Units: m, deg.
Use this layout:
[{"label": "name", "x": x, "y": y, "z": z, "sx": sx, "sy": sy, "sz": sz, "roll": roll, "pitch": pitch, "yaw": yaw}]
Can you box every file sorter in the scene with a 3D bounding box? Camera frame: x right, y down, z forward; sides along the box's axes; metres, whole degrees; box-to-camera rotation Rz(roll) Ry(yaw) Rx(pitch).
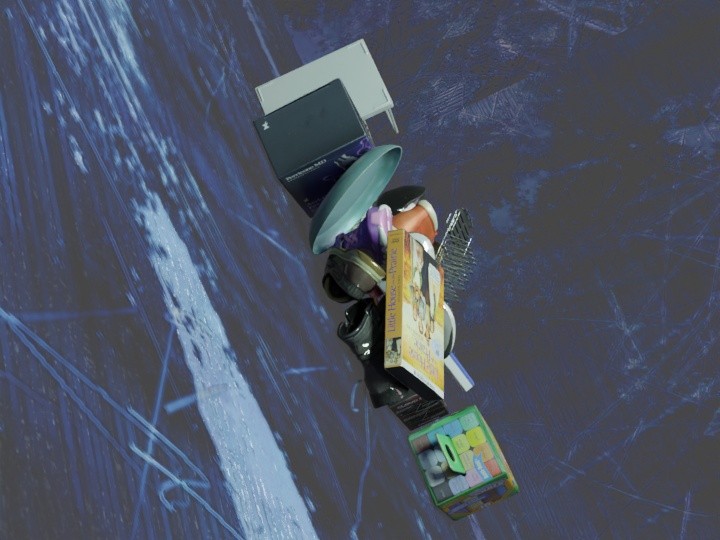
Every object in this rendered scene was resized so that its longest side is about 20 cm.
[{"label": "file sorter", "x": -0.050, "y": -0.267, "z": 1.851, "sx": 0.125, "sy": 0.199, "sz": 0.139, "roll": 59, "pitch": 7, "yaw": -66}]

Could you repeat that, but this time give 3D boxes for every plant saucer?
[{"label": "plant saucer", "x": -0.013, "y": -0.108, "z": 1.594, "sx": 0.027, "sy": 0.200, "sz": 0.200, "roll": 40, "pitch": 0, "yaw": 10}]

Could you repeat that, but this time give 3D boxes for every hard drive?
[{"label": "hard drive", "x": 0.105, "y": 0.100, "z": 1.796, "sx": 0.200, "sy": 0.025, "sz": 0.132, "roll": 52, "pitch": -3, "yaw": -28}]

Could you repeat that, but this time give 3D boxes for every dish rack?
[{"label": "dish rack", "x": 0.154, "y": 0.000, "z": 1.843, "sx": 0.054, "sy": 0.201, "sz": 0.153, "roll": 21, "pitch": -12, "yaw": 18}]

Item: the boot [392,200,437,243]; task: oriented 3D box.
[{"label": "boot", "x": 0.088, "y": -0.033, "z": 1.785, "sx": 0.075, "sy": 0.107, "sz": 0.200, "roll": 40, "pitch": -19, "yaw": 25}]

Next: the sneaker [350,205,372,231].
[{"label": "sneaker", "x": -0.018, "y": -0.107, "z": 1.797, "sx": 0.200, "sy": 0.077, "sz": 0.089, "roll": 46, "pitch": -57, "yaw": 58}]

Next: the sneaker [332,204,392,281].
[{"label": "sneaker", "x": 0.003, "y": -0.036, "z": 1.607, "sx": 0.200, "sy": 0.088, "sz": 0.081, "roll": 97, "pitch": -4, "yaw": -72}]

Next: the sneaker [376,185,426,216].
[{"label": "sneaker", "x": 0.062, "y": -0.077, "z": 1.896, "sx": 0.200, "sy": 0.074, "sz": 0.089, "roll": -51, "pitch": 138, "yaw": -47}]

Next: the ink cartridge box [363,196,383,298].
[{"label": "ink cartridge box", "x": 0.012, "y": -0.055, "z": 1.991, "sx": 0.201, "sy": 0.083, "sz": 0.146, "roll": 65, "pitch": -9, "yaw": -1}]

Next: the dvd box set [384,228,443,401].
[{"label": "dvd box set", "x": 0.076, "y": 0.063, "z": 1.499, "sx": 0.146, "sy": 0.029, "sz": 0.201, "roll": 42, "pitch": 43, "yaw": -53}]

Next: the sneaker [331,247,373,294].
[{"label": "sneaker", "x": 0.000, "y": 0.000, "z": 1.823, "sx": 0.090, "sy": 0.067, "sz": 0.200, "roll": 58, "pitch": 3, "yaw": -16}]

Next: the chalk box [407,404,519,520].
[{"label": "chalk box", "x": 0.160, "y": 0.300, "z": 1.721, "sx": 0.200, "sy": 0.123, "sz": 0.125, "roll": 56, "pitch": 9, "yaw": -64}]

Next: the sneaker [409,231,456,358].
[{"label": "sneaker", "x": 0.087, "y": 0.047, "z": 1.641, "sx": 0.079, "sy": 0.074, "sz": 0.201, "roll": -46, "pitch": 122, "yaw": -60}]

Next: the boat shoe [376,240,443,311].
[{"label": "boat shoe", "x": 0.082, "y": 0.039, "z": 1.898, "sx": 0.073, "sy": 0.200, "sz": 0.063, "roll": 30, "pitch": -7, "yaw": 31}]

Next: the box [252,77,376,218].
[{"label": "box", "x": -0.055, "y": -0.180, "z": 1.654, "sx": 0.105, "sy": 0.148, "sz": 0.200, "roll": 66, "pitch": 6, "yaw": 18}]

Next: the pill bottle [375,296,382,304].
[{"label": "pill bottle", "x": 0.060, "y": 0.022, "z": 2.188, "sx": 0.104, "sy": 0.104, "sz": 0.200, "roll": 60, "pitch": 7, "yaw": -49}]

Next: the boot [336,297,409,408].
[{"label": "boot", "x": 0.034, "y": 0.092, "z": 1.526, "sx": 0.132, "sy": 0.070, "sz": 0.200, "roll": 64, "pitch": 17, "yaw": -12}]

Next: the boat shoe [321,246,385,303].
[{"label": "boat shoe", "x": -0.024, "y": 0.012, "z": 1.525, "sx": 0.072, "sy": 0.066, "sz": 0.201, "roll": 44, "pitch": -12, "yaw": -10}]

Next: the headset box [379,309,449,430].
[{"label": "headset box", "x": 0.066, "y": 0.154, "z": 1.722, "sx": 0.200, "sy": 0.077, "sz": 0.149, "roll": 59, "pitch": 7, "yaw": -66}]
